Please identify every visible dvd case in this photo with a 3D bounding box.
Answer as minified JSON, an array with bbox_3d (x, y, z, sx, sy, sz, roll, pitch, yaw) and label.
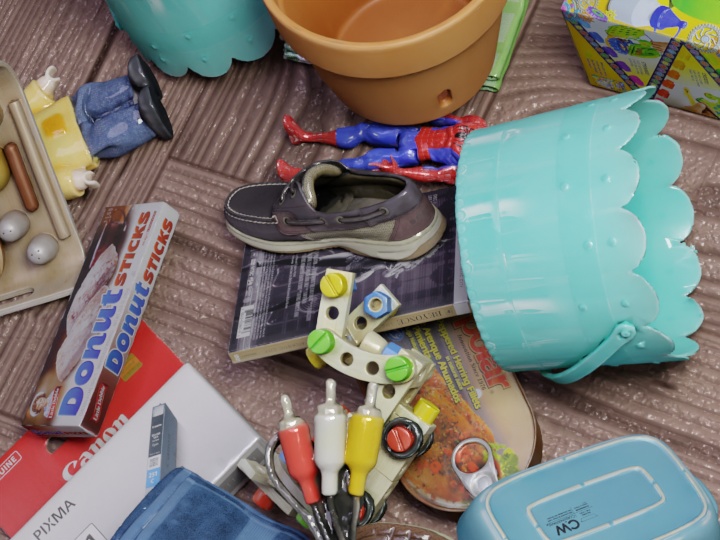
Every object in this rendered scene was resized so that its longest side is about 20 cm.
[{"bbox_3d":[0.000,0.000,1.651,0.198,0.016,0.149,-13,36,14],"label":"dvd case"}]

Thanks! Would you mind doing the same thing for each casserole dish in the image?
[{"bbox_3d":[0.161,0.173,1.486,0.199,0.039,0.121,-18,48,-20],"label":"casserole dish"}]

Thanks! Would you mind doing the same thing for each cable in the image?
[{"bbox_3d":[-0.022,0.178,1.484,0.096,0.050,0.202,-9,77,18],"label":"cable"}]

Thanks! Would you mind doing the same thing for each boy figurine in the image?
[{"bbox_3d":[-0.260,-0.114,1.803,0.199,0.064,0.125,-20,64,7],"label":"boy figurine"}]

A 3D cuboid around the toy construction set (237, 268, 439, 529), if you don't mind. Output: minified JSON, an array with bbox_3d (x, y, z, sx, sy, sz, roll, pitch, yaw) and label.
[{"bbox_3d":[-0.017,0.110,1.560,0.131,0.092,0.201,37,113,15],"label":"toy construction set"}]

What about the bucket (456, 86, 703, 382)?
[{"bbox_3d":[0.158,-0.023,1.533,0.134,0.207,0.209,-8,63,19],"label":"bucket"}]

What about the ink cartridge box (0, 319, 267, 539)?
[{"bbox_3d":[-0.195,0.151,1.667,0.200,0.045,0.176,-45,61,-5],"label":"ink cartridge box"}]

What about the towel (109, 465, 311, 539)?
[{"bbox_3d":[-0.078,0.223,1.542,0.199,0.049,0.112,29,42,13],"label":"towel"}]

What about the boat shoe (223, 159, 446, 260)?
[{"bbox_3d":[-0.027,-0.054,1.664,0.199,0.065,0.072,8,46,36],"label":"boat shoe"}]

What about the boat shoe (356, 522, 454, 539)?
[{"bbox_3d":[0.081,0.237,1.511,0.201,0.075,0.075,22,83,17],"label":"boat shoe"}]

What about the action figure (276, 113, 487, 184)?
[{"bbox_3d":[0.032,-0.099,1.705,0.198,0.052,0.066,0,61,17],"label":"action figure"}]

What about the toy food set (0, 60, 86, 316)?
[{"bbox_3d":[-0.322,-0.058,1.748,0.142,0.060,0.201,-17,102,11],"label":"toy food set"}]

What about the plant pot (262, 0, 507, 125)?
[{"bbox_3d":[0.028,-0.208,1.664,0.198,0.140,0.201,-6,57,9],"label":"plant pot"}]

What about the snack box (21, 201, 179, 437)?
[{"bbox_3d":[-0.206,0.038,1.715,0.072,0.024,0.201,-3,59,40],"label":"snack box"}]

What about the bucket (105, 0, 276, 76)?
[{"bbox_3d":[-0.137,-0.279,1.778,0.206,0.135,0.209,-14,55,21],"label":"bucket"}]

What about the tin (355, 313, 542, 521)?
[{"bbox_3d":[0.065,0.094,1.608,0.111,0.042,0.201,-29,59,9],"label":"tin"}]

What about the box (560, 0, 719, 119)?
[{"bbox_3d":[0.286,-0.231,1.635,0.191,0.122,0.201,17,73,24],"label":"box"}]

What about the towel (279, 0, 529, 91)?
[{"bbox_3d":[0.042,-0.229,1.771,0.199,0.031,0.150,10,71,23],"label":"towel"}]
